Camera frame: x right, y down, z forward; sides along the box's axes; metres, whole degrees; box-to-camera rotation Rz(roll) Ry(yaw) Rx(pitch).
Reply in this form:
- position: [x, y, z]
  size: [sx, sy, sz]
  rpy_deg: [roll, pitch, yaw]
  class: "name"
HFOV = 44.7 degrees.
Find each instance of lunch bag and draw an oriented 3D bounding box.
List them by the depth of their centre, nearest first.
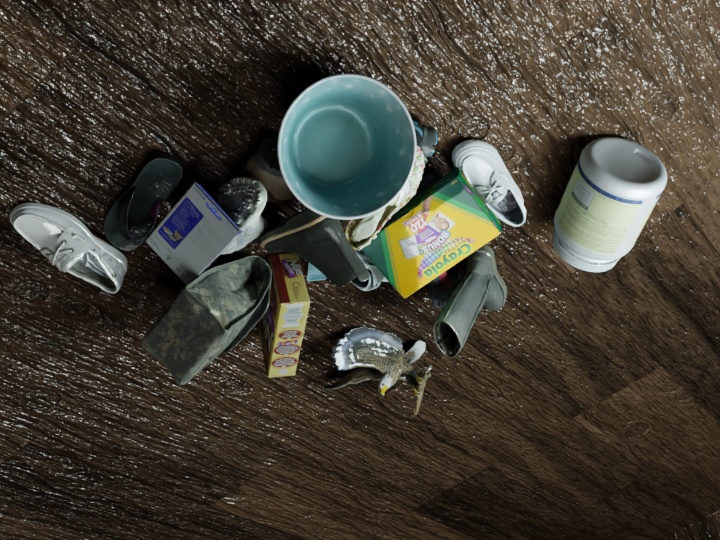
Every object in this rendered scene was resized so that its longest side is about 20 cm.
- position: [-0.236, 0.071, 1.443]
  size: [0.118, 0.200, 0.164]
  rpy_deg: [46, 124, 1]
  class: "lunch bag"

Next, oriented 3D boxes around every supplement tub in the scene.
- position: [0.416, -0.109, 1.491]
  size: [0.145, 0.145, 0.200]
  rpy_deg: [-3, 137, -16]
  class: "supplement tub"

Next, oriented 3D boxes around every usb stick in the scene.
- position: [0.057, -0.101, 1.462]
  size: [0.200, 0.033, 0.055]
  rpy_deg: [-35, 137, 19]
  class: "usb stick"

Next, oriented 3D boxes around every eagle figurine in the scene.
- position: [0.037, 0.194, 1.733]
  size: [0.200, 0.151, 0.152]
  rpy_deg: [17, 90, 5]
  class: "eagle figurine"

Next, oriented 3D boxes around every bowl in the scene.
- position: [-0.029, -0.178, 1.260]
  size: [0.201, 0.105, 0.201]
  rpy_deg: [-3, 100, -14]
  class: "bowl"

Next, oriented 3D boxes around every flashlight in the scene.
- position: [0.143, -0.002, 1.569]
  size: [0.068, 0.068, 0.200]
  rpy_deg: [7, 155, 24]
  class: "flashlight"

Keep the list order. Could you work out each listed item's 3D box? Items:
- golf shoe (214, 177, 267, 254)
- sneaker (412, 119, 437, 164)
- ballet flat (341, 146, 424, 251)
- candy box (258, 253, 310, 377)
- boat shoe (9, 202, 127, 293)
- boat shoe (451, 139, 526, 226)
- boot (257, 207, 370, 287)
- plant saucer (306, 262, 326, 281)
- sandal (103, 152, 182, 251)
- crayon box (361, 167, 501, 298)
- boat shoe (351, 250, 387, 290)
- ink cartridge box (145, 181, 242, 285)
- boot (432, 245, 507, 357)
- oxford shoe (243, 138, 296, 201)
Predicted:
- position: [-0.180, -0.086, 1.360]
  size: [0.097, 0.078, 0.200]
  rpy_deg: [-8, 162, -37]
  class: "golf shoe"
- position: [0.039, -0.158, 1.380]
  size: [0.082, 0.073, 0.200]
  rpy_deg: [24, 121, -16]
  class: "sneaker"
- position: [0.035, -0.103, 1.336]
  size: [0.076, 0.064, 0.200]
  rpy_deg: [27, 122, -12]
  class: "ballet flat"
- position: [-0.137, 0.081, 1.532]
  size: [0.056, 0.117, 0.200]
  rpy_deg: [-4, 136, -16]
  class: "candy box"
- position: [-0.442, -0.031, 1.335]
  size: [0.071, 0.069, 0.200]
  rpy_deg: [-38, 128, 25]
  class: "boat shoe"
- position: [0.217, -0.138, 1.449]
  size: [0.072, 0.069, 0.200]
  rpy_deg: [-29, 138, 13]
  class: "boat shoe"
- position: [-0.078, -0.022, 1.375]
  size: [0.077, 0.138, 0.200]
  rpy_deg: [-36, -172, -29]
  class: "boot"
- position: [0.004, -0.019, 1.546]
  size: [0.200, 0.019, 0.070]
  rpy_deg: [-5, 137, -13]
  class: "plant saucer"
- position: [-0.333, -0.094, 1.324]
  size: [0.075, 0.048, 0.200]
  rpy_deg: [15, 131, -30]
  class: "sandal"
- position: [0.114, -0.059, 1.423]
  size: [0.200, 0.058, 0.119]
  rpy_deg: [-36, 105, 20]
  class: "crayon box"
- position: [0.000, 0.000, 1.480]
  size: [0.070, 0.072, 0.201]
  rpy_deg: [-26, 150, 36]
  class: "boat shoe"
- position: [-0.245, -0.059, 1.320]
  size: [0.099, 0.039, 0.200]
  rpy_deg: [49, 139, -5]
  class: "ink cartridge box"
- position: [0.199, 0.075, 1.580]
  size: [0.072, 0.200, 0.182]
  rpy_deg: [-1, 139, 28]
  class: "boot"
- position: [-0.091, -0.140, 1.354]
  size: [0.200, 0.073, 0.084]
  rpy_deg: [20, 143, -32]
  class: "oxford shoe"
